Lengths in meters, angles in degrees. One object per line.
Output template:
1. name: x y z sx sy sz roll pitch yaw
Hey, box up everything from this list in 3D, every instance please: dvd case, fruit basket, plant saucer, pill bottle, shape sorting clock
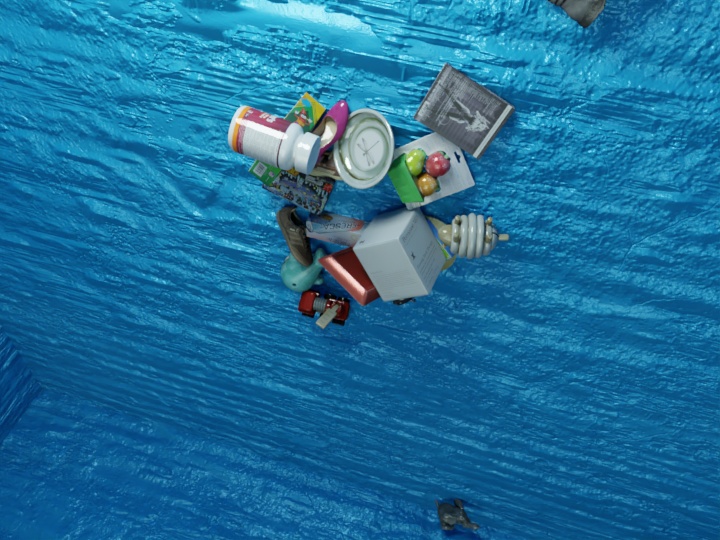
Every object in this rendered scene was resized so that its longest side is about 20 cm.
1. dvd case: 0.247 -0.380 1.329 0.198 0.016 0.150 30 123 -8
2. fruit basket: 0.179 -0.268 1.457 0.197 0.094 0.186 -22 124 18
3. plant saucer: 0.000 0.000 1.659 0.199 0.199 0.037 44 124 16
4. pill bottle: -0.199 -0.302 1.292 0.197 0.110 0.110 20 138 5
5. plant saucer: 0.017 -0.314 1.437 0.198 0.050 0.204 5 99 38
6. shape sorting clock: 0.197 -0.079 1.656 0.197 0.039 0.202 18 135 18

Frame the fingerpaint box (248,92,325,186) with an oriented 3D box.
1. fingerpaint box: -0.192 -0.342 1.451 0.073 0.168 0.200 37 134 -13

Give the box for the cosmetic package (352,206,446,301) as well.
1. cosmetic package: 0.115 -0.047 1.583 0.164 0.168 0.201 -10 123 38

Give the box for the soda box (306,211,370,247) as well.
1. soda box: -0.066 -0.126 1.696 0.196 0.064 0.069 13 137 7

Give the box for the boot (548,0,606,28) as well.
1. boot: 0.440 -0.577 1.044 0.131 0.070 0.201 33 132 -5

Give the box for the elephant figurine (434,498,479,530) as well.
1. elephant figurine: 0.489 1.242 2.809 0.153 0.144 0.200 17 146 -18

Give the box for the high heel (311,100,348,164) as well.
1. high heel: -0.101 -0.350 1.430 0.067 0.096 0.202 40 118 16

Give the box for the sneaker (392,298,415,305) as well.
1. sneaker: 0.102 0.050 1.796 0.197 0.076 0.115 18 135 -1

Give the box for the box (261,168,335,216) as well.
1. box: -0.183 -0.258 1.626 0.197 0.040 0.138 25 136 -4

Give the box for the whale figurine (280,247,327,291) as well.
1. whale figurine: -0.182 0.001 1.839 0.198 0.105 0.159 -24 121 35

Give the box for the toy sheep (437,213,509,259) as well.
1. toy sheep: 0.313 -0.095 1.531 0.196 0.139 0.139 8 136 7

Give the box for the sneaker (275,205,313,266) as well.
1. sneaker: -0.192 -0.107 1.732 0.075 0.071 0.202 -21 107 29

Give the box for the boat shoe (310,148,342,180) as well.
1. boat shoe: -0.067 -0.300 1.519 0.197 0.073 0.073 10 138 21

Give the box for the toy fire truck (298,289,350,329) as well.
1. toy fire truck: -0.133 0.132 1.868 0.173 0.131 0.200 14 171 8
